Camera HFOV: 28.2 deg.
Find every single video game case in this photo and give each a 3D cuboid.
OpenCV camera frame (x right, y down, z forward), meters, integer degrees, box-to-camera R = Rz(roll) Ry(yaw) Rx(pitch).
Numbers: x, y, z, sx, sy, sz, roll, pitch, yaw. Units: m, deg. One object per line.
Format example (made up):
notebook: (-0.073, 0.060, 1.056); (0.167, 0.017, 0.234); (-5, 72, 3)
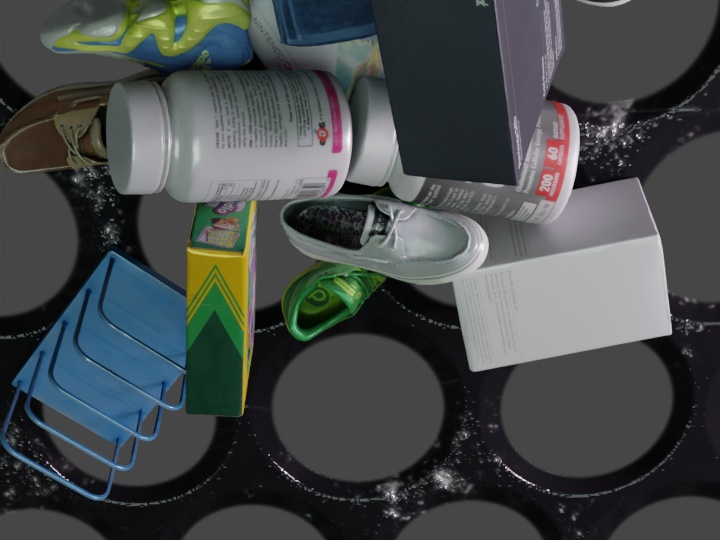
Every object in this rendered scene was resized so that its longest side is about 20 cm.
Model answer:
video game case: (-0.007, -0.239, 1.301); (0.198, 0.022, 0.183); (-30, 116, 15)

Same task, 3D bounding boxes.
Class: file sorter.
file sorter: (-0.252, 0.110, 1.444); (0.138, 0.123, 0.200); (32, 115, -19)

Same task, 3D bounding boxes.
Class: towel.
towel: (-0.028, -0.268, 1.201); (0.110, 0.049, 0.201); (-7, 145, 3)

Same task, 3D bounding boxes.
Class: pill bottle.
pill bottle: (-0.116, -0.118, 1.260); (0.197, 0.114, 0.115); (-3, 123, -24)
pill bottle: (0.090, -0.113, 1.312); (0.197, 0.114, 0.115); (9, 120, -13)

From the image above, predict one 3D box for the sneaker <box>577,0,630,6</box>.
sneaker: (0.169, -0.289, 1.230); (0.198, 0.083, 0.072); (30, 98, -17)

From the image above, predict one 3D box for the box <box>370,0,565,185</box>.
box: (0.092, -0.207, 1.167); (0.103, 0.183, 0.202); (6, 137, 19)

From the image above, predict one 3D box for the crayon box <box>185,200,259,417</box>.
crayon box: (-0.128, 0.006, 1.339); (0.057, 0.201, 0.175); (2, 121, -2)

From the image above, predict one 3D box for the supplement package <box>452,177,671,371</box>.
supplement package: (0.189, 0.003, 1.391); (0.197, 0.117, 0.119); (-11, 120, 6)

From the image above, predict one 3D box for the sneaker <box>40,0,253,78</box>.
sneaker: (-0.186, -0.199, 1.289); (0.197, 0.076, 0.106); (-6, 129, 18)

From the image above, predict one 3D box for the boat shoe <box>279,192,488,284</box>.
boat shoe: (0.017, -0.033, 1.323); (0.198, 0.071, 0.071); (7, 79, 21)

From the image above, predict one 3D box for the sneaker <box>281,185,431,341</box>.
sneaker: (0.000, 0.000, 1.405); (0.074, 0.084, 0.200); (36, 113, -19)

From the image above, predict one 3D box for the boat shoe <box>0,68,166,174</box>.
boat shoe: (-0.248, -0.133, 1.331); (0.197, 0.072, 0.076); (-19, 119, 10)
